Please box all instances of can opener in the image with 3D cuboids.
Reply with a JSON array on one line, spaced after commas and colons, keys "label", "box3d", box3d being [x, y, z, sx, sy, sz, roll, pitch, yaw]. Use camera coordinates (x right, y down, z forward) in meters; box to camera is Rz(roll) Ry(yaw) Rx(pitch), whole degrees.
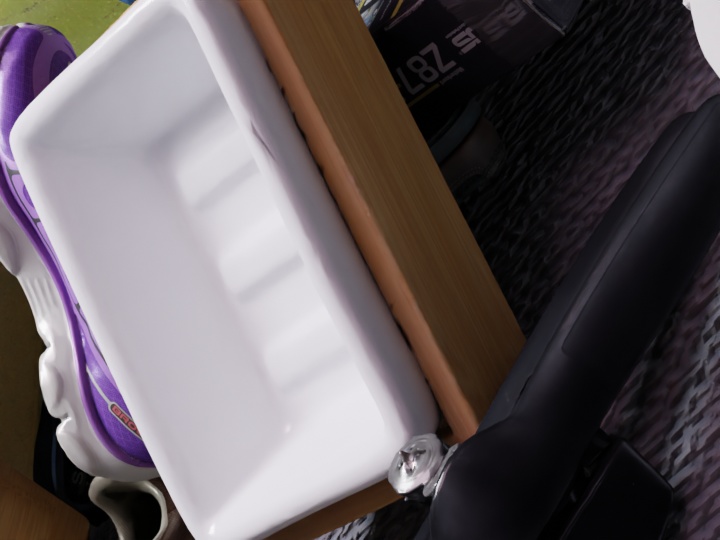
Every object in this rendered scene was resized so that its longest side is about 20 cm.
[{"label": "can opener", "box3d": [0.071, 0.030, 0.627, 0.200, 0.078, 0.063, -62, 16, -19]}]

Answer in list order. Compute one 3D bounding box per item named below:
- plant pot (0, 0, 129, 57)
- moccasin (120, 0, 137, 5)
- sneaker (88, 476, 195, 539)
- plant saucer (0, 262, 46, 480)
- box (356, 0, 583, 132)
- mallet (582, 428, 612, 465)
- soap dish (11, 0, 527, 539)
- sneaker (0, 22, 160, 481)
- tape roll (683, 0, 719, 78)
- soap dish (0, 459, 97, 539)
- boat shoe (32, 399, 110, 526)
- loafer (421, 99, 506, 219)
[{"label": "plant pot", "box3d": [-0.144, -0.167, 0.987, 0.200, 0.187, 0.188, -19, 48, 41]}, {"label": "moccasin", "box3d": [-0.020, -0.174, 0.753, 0.200, 0.068, 0.080, -30, -3, -22]}, {"label": "sneaker", "box3d": [-0.082, 0.161, 0.801, 0.071, 0.075, 0.200, -52, 26, 26]}, {"label": "plant saucer", "box3d": [-0.214, 0.083, 0.941, 0.200, 0.048, 0.201, -50, -30, -64]}, {"label": "box", "box3d": [0.055, -0.142, 0.795, 0.161, 0.049, 0.200, -33, 22, 54]}, {"label": "mallet", "box3d": [0.019, 0.130, 0.677, 0.200, 0.041, 0.066, -57, 21, 4]}, {"label": "soap dish", "box3d": [-0.034, -0.006, 0.727, 0.157, 0.081, 0.201, -33, 82, 48]}, {"label": "sneaker", "box3d": [-0.102, -0.014, 0.835, 0.083, 0.201, 0.081, -21, -1, 27]}, {"label": "tape roll", "box3d": [0.179, -0.119, 0.537, 0.202, 0.071, 0.203, -46, 30, 36]}, {"label": "soap dish", "box3d": [-0.172, 0.201, 0.865, 0.157, 0.081, 0.201, -107, 28, -76]}, {"label": "boat shoe", "box3d": [-0.118, 0.036, 1.014, 0.069, 0.084, 0.201, 142, 134, -74]}, {"label": "loafer", "box3d": [0.000, 0.000, 0.830, 0.200, 0.063, 0.072, -37, 12, 41]}]
